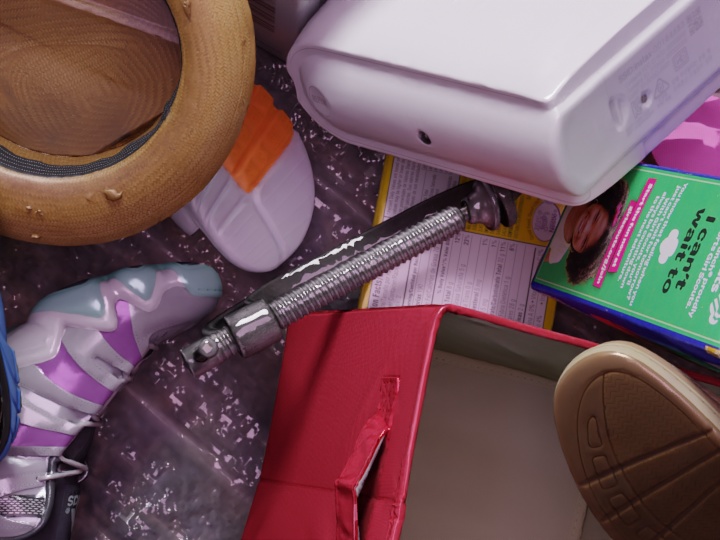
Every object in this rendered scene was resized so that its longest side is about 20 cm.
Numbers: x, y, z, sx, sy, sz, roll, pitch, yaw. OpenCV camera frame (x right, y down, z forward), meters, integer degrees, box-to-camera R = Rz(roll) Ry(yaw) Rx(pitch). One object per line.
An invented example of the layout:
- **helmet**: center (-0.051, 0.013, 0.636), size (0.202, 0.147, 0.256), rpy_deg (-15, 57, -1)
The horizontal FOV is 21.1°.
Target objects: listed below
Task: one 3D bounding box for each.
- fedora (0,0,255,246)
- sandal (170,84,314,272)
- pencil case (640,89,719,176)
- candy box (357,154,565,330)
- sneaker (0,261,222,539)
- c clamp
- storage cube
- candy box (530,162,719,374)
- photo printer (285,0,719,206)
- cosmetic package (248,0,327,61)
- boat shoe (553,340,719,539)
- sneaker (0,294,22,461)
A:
- **fedora**: center (-0.143, -0.111, 0.897), size (0.199, 0.082, 0.202), rpy_deg (1, 105, 4)
- **sandal**: center (-0.102, -0.087, 0.984), size (0.079, 0.059, 0.207), rpy_deg (-39, 95, -35)
- **pencil case**: center (0.176, -0.079, 0.989), size (0.093, 0.091, 0.202), rpy_deg (-7, 84, 31)
- **candy box**: center (0.063, -0.054, 1.007), size (0.101, 0.026, 0.201), rpy_deg (11, 82, 1)
- **sneaker**: center (-0.144, 0.086, 0.956), size (0.199, 0.078, 0.141), rpy_deg (-22, 86, 3)
- **c clamp**: center (0.000, 0.000, 0.899), size (0.199, 0.171, 0.027), rpy_deg (-29, 94, -15)
- **storage cube**: center (0.057, 0.120, 0.885), size (0.199, 0.180, 0.172), rpy_deg (16, 81, -23)
- **candy box**: center (0.192, 0.018, 0.837), size (0.168, 0.200, 0.077), rpy_deg (22, 89, -18)
- **photo printer**: center (0.073, -0.114, 0.913), size (0.166, 0.199, 0.070), rpy_deg (-40, 127, -26)
- **cosmetic package**: center (-0.046, -0.243, 0.955), size (0.166, 0.167, 0.201), rpy_deg (32, 81, 2)
- **boat shoe**: center (0.153, 0.097, 0.802), size (0.071, 0.065, 0.200), rpy_deg (-31, 110, 32)
- **sneaker**: center (-0.202, 0.009, 0.856), size (0.070, 0.083, 0.201), rpy_deg (-3, 109, 21)
